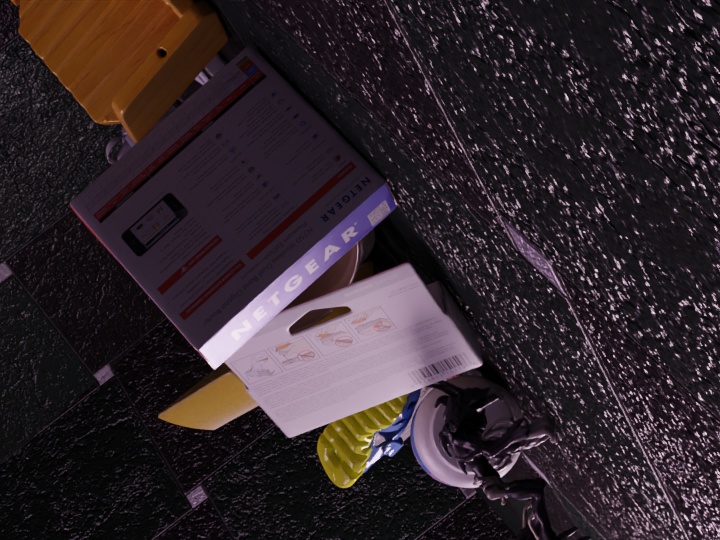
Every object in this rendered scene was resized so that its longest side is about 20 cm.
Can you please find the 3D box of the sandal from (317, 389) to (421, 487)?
[{"bbox_3d":[0.023,0.141,1.814,0.080,0.087,0.200,55,141,21],"label":"sandal"}]

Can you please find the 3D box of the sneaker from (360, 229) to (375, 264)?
[{"bbox_3d":[-0.051,-0.004,1.696,0.074,0.082,0.200,43,148,1],"label":"sneaker"}]

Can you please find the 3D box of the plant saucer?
[{"bbox_3d":[-0.083,0.085,1.719,0.049,0.200,0.200,53,148,-2],"label":"plant saucer"}]

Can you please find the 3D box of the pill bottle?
[{"bbox_3d":[0.107,0.164,1.767,0.112,0.112,0.200,48,176,6],"label":"pill bottle"}]

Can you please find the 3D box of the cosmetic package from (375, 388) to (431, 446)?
[{"bbox_3d":[0.010,0.128,2.009,0.090,0.107,0.200,48,-172,26],"label":"cosmetic package"}]

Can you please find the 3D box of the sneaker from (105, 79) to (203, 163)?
[{"bbox_3d":[-0.157,-0.114,1.740,0.199,0.115,0.075,32,178,-28],"label":"sneaker"}]

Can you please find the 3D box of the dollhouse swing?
[{"bbox_3d":[-0.241,-0.239,1.482,0.200,0.182,0.176,48,-164,16],"label":"dollhouse swing"}]

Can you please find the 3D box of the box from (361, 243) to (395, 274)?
[{"bbox_3d":[0.000,0.000,1.840,0.199,0.050,0.200,48,175,-7],"label":"box"}]

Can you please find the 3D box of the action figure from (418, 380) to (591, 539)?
[{"bbox_3d":[0.138,0.169,1.611,0.201,0.102,0.119,58,-178,-2],"label":"action figure"}]

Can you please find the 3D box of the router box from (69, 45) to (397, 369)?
[{"bbox_3d":[-0.103,-0.053,1.400,0.180,0.200,0.049,47,175,25],"label":"router box"}]

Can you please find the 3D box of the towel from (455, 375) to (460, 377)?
[{"bbox_3d":[0.062,0.084,2.127,0.144,0.023,0.200,52,175,-28],"label":"towel"}]

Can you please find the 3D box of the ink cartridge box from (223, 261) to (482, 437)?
[{"bbox_3d":[-0.015,0.060,1.545,0.174,0.199,0.044,54,-160,-46],"label":"ink cartridge box"}]

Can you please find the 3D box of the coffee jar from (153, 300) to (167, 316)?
[{"bbox_3d":[-0.160,-0.041,1.790,0.200,0.104,0.086,-92,-21,-53],"label":"coffee jar"}]

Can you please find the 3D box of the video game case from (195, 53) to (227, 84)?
[{"bbox_3d":[-0.192,-0.245,1.774,0.200,0.024,0.182,48,176,-6],"label":"video game case"}]

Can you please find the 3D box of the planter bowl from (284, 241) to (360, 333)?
[{"bbox_3d":[-0.099,-0.056,1.586,0.200,0.200,0.135,51,-158,-30],"label":"planter bowl"}]
